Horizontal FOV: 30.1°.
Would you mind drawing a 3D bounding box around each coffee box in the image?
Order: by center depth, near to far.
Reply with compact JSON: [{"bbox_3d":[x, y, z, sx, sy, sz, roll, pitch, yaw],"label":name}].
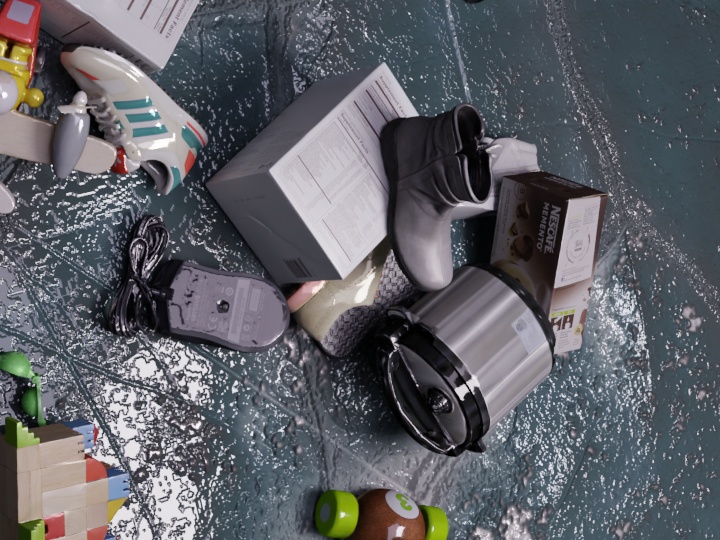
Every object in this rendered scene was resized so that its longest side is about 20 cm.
[{"bbox_3d":[0.226,-0.011,1.658,0.079,0.113,0.202,-8,114,-40],"label":"coffee box"}]

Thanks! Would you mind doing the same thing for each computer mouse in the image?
[{"bbox_3d":[-0.175,0.032,1.481,0.198,0.053,0.140,19,75,-19],"label":"computer mouse"}]

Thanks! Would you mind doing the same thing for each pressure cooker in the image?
[{"bbox_3d":[0.110,0.107,1.576,0.176,0.179,0.200,40,63,22],"label":"pressure cooker"}]

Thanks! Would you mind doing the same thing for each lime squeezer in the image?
[{"bbox_3d":[-0.353,0.130,1.364,0.071,0.038,0.201,-44,111,-27],"label":"lime squeezer"}]

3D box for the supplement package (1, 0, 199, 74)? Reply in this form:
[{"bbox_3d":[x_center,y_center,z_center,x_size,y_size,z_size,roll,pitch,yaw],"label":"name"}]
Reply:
[{"bbox_3d":[-0.282,-0.300,1.392,0.199,0.113,0.110,34,71,-28],"label":"supplement package"}]

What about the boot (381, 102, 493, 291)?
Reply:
[{"bbox_3d":[0.089,-0.072,1.429,0.069,0.131,0.202,-21,103,-35],"label":"boot"}]

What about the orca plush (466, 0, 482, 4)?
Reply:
[{"bbox_3d":[0.195,-0.435,1.732,0.105,0.071,0.200,50,63,-20],"label":"orca plush"}]

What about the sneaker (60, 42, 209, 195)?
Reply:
[{"bbox_3d":[-0.248,-0.156,1.416,0.200,0.070,0.094,40,69,-42],"label":"sneaker"}]

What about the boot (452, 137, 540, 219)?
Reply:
[{"bbox_3d":[0.153,-0.119,1.694,0.198,0.073,0.097,-4,83,-41],"label":"boot"}]

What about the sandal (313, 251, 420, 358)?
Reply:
[{"bbox_3d":[0.017,0.023,1.612,0.200,0.045,0.075,-43,104,-12],"label":"sandal"}]

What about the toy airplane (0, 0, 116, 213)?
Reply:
[{"bbox_3d":[-0.365,-0.153,1.311,0.199,0.141,0.201,-28,93,-16],"label":"toy airplane"}]

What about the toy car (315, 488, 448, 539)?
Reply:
[{"bbox_3d":[0.058,0.334,1.518,0.163,0.199,0.160,15,79,-31],"label":"toy car"}]

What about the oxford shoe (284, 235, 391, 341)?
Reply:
[{"bbox_3d":[0.000,0.000,1.560,0.200,0.071,0.074,-40,98,-9],"label":"oxford shoe"}]

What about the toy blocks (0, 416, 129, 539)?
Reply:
[{"bbox_3d":[-0.297,0.234,1.357,0.136,0.099,0.203,-8,103,-41],"label":"toy blocks"}]

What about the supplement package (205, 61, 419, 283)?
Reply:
[{"bbox_3d":[-0.035,-0.107,1.514,0.200,0.151,0.151,-46,112,-27],"label":"supplement package"}]
